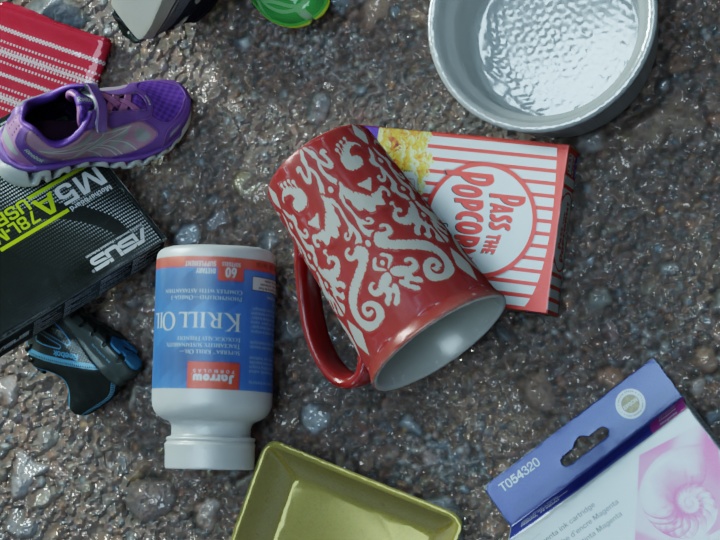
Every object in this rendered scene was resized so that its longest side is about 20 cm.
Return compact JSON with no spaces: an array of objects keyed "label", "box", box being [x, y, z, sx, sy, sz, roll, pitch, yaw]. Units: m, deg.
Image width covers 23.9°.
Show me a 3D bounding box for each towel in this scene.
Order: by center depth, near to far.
[{"label":"towel","box":[-0.337,-0.158,1.694,0.144,0.022,0.201,20,92,17]}]

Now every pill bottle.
[{"label":"pill bottle","box":[-0.134,0.081,1.553,0.112,0.112,0.201,-2,83,18]}]

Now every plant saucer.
[{"label":"plant saucer","box":[-0.024,0.279,1.529,0.200,0.048,0.201,20,89,19]}]

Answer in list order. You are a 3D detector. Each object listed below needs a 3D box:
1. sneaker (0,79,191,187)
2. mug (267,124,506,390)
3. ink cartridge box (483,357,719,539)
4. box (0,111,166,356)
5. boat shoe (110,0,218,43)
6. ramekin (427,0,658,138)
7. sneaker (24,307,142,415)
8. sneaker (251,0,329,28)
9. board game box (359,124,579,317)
[{"label":"sneaker","box":[-0.246,-0.141,1.588,0.200,0.089,0.081,-18,67,-25]},{"label":"mug","box":[-0.002,-0.003,1.464,0.177,0.133,0.200,-37,71,10]},{"label":"ink cartridge box","box":[0.232,0.211,1.458,0.196,0.043,0.200,-39,75,11]},{"label":"box","box":[-0.318,-0.044,1.595,0.200,0.048,0.193,-33,74,-25]},{"label":"boat shoe","box":[-0.153,-0.298,1.577,0.075,0.093,0.200,52,131,10]},{"label":"ramekin","box":[0.167,-0.211,1.496,0.200,0.098,0.201,-2,82,18]},{"label":"sneaker","box":[-0.302,0.051,1.632,0.082,0.073,0.200,-47,72,9]},{"label":"sneaker","box":[-0.102,-0.311,1.602,0.074,0.084,0.200,-36,75,11]},{"label":"board game box","box":[0.086,-0.045,1.530,0.199,0.046,0.152,6,86,19]}]
